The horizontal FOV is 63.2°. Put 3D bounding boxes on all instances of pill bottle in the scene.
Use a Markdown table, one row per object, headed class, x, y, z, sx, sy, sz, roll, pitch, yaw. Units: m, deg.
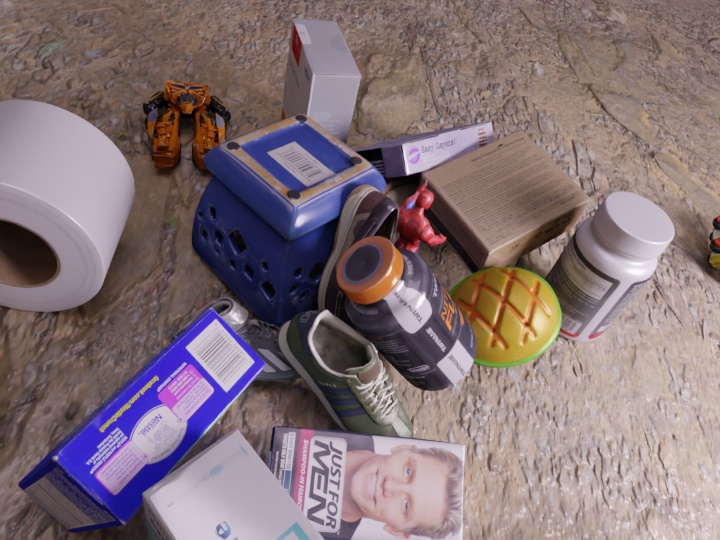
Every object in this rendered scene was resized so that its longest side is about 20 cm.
| class | x | y | z | sx | sy | sz | roll | pitch | yaw |
| --- | --- | --- | --- | --- | --- | --- | --- | --- | --- |
| pill bottle | 0.334 | -0.003 | 0.813 | 0.112 | 0.202 | 0.115 | 8 | 47 | -9 |
| pill bottle | 0.051 | 0.048 | 0.664 | 0.105 | 0.200 | 0.107 | -19 | 47 | 22 |

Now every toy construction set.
| class | x | y | z | sx | sy | sz | roll | pitch | yaw |
| --- | --- | --- | --- | --- | --- | --- | --- | --- | --- |
| toy construction set | 0.679 | -0.034 | 1.015 | 0.129 | 0.093 | 0.200 | 10 | 33 | 28 |

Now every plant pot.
| class | x | y | z | sx | sy | sz | roll | pitch | yaw |
| --- | --- | --- | --- | --- | --- | --- | --- | --- | --- |
| plant pot | -0.091 | -0.078 | 0.772 | 0.199 | 0.181 | 0.199 | 40 | 49 | 23 |

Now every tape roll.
| class | x | y | z | sx | sy | sz | roll | pitch | yaw |
| --- | --- | --- | --- | --- | --- | --- | --- | --- | --- |
| tape roll | -0.376 | -0.068 | 0.669 | 0.199 | 0.204 | 0.141 | 7 | 47 | -9 |

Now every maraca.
| class | x | y | z | sx | sy | sz | roll | pitch | yaw |
| --- | --- | --- | --- | --- | --- | --- | --- | --- | --- |
| maraca | 0.165 | 0.065 | 0.775 | 0.197 | 0.107 | 0.139 | -14 | 61 | 4 |

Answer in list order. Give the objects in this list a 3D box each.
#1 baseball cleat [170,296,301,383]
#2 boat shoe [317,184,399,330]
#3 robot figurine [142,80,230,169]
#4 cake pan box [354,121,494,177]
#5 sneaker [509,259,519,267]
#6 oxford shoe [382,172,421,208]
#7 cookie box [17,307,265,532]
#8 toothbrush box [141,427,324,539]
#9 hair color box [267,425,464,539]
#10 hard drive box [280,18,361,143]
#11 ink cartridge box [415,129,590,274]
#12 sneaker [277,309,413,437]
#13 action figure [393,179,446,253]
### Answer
| class | x | y | z | sx | sy | sz | roll | pitch | yaw |
| --- | --- | --- | --- | --- | --- | --- | --- | --- | --- |
| baseball cleat | -0.116 | 0.081 | 0.673 | 0.197 | 0.108 | 0.070 | -9 | 29 | -25 |
| boat shoe | 0.000 | 0.000 | 0.715 | 0.071 | 0.203 | 0.064 | -5 | 27 | -45 |
| robot figurine | -0.280 | -0.241 | 0.949 | 0.142 | 0.059 | 0.202 | 0 | 50 | -17 |
| cake pan box | 0.085 | -0.191 | 0.945 | 0.198 | 0.053 | 0.183 | -21 | 14 | -31 |
| sneaker | 0.226 | -0.099 | 0.956 | 0.088 | 0.079 | 0.202 | 14 | 46 | 1 |
| oxford shoe | 0.069 | -0.098 | 0.915 | 0.074 | 0.071 | 0.200 | 40 | 52 | 13 |
| cookie box | -0.200 | 0.140 | 0.528 | 0.075 | 0.199 | 0.171 | 48 | 49 | -8 |
| toothbrush box | -0.096 | 0.247 | 0.466 | 0.085 | 0.202 | 0.146 | -30 | 61 | -35 |
| hair color box | 0.003 | 0.218 | 0.594 | 0.196 | 0.061 | 0.102 | 8 | 73 | -10 |
| hard drive box | -0.070 | -0.266 | 0.935 | 0.075 | 0.202 | 0.157 | -4 | 49 | -19 |
| ink cartridge box | 0.208 | -0.102 | 0.871 | 0.198 | 0.076 | 0.166 | -26 | 62 | -19 |
| sneaker | -0.004 | 0.121 | 0.637 | 0.200 | 0.090 | 0.067 | 46 | 54 | -4 |
| action figure | 0.068 | -0.033 | 0.764 | 0.065 | 0.202 | 0.099 | 35 | 47 | 17 |
